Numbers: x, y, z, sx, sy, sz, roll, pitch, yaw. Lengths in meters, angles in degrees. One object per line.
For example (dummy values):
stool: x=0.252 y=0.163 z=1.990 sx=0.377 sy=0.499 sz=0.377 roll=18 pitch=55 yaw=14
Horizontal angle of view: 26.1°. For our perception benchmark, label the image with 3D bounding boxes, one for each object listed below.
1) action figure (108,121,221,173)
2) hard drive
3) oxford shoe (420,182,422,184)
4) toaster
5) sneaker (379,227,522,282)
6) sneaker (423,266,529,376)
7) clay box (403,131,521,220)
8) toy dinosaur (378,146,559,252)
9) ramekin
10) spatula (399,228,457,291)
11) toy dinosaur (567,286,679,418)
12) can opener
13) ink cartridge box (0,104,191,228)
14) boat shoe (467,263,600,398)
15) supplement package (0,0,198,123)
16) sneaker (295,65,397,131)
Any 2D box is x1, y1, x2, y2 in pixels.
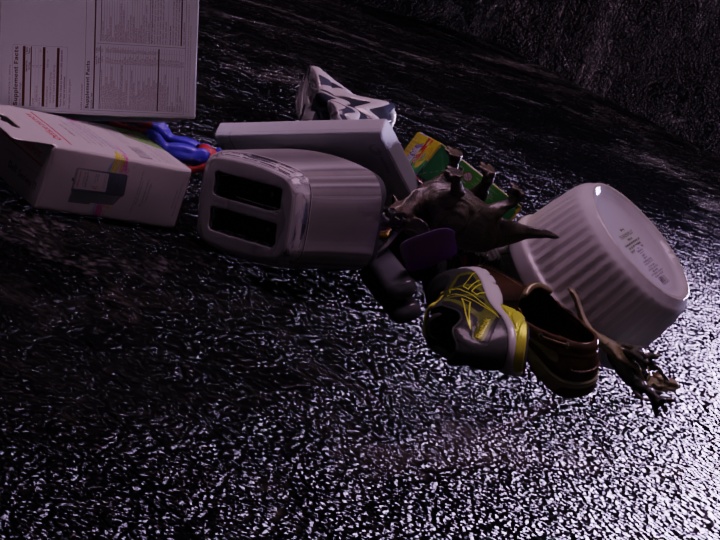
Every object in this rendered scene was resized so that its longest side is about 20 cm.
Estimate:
action figure: x=-0.188 y=-0.132 z=1.773 sx=0.200 sy=0.052 sz=0.065 roll=15 pitch=20 yaw=2
hard drive: x=-0.041 y=-0.108 z=1.653 sx=0.200 sy=0.027 sz=0.132 roll=1 pitch=-38 yaw=28
oxford shoe: x=-0.008 y=-0.109 z=1.721 sx=0.200 sy=0.084 sz=0.073 roll=19 pitch=43 yaw=24
toaster: x=-0.069 y=-0.059 z=1.541 sx=0.200 sy=0.114 sz=0.129 roll=18 pitch=14 yaw=40
sneaker: x=0.102 y=-0.007 z=1.711 sx=0.200 sy=0.078 sz=0.082 roll=13 pitch=19 yaw=5
sneaker: x=0.095 y=0.042 z=1.515 sx=0.085 sy=0.075 sz=0.200 roll=4 pitch=14 yaw=-20
clay box: x=0.105 y=-0.099 z=1.734 sx=0.115 sy=0.048 sz=0.200 roll=37 pitch=3 yaw=-9
toy dinosaur: x=0.106 y=-0.060 z=1.607 sx=0.200 sy=0.102 sz=0.077 roll=15 pitch=31 yaw=-23
ramekin: x=0.265 y=-0.002 z=1.683 sx=0.200 sy=0.105 sz=0.200 roll=38 pitch=26 yaw=-23
spatula: x=0.072 y=-0.006 z=1.592 sx=0.200 sy=0.056 sz=0.021 roll=74 pitch=-5 yaw=-77
toy dinosaur: x=0.276 y=0.094 z=1.570 sx=0.200 sy=0.047 sz=0.088 roll=43 pitch=2 yaw=-40
can opener: x=0.000 y=0.000 z=1.608 sx=0.067 sy=0.053 sz=0.200 roll=-17 pitch=27 yaw=-10
ink cartridge box: x=-0.282 y=-0.103 z=1.517 sx=0.200 sy=0.067 sz=0.117 roll=9 pitch=18 yaw=-41
boat shoe: x=0.173 y=0.040 z=1.559 sx=0.075 sy=0.075 sz=0.202 roll=-18 pitch=42 yaw=-31
supplement package: x=-0.287 y=-0.233 z=1.640 sx=0.200 sy=0.147 sz=0.191 roll=1 pitch=3 yaw=-17
sneaker: x=-0.013 y=-0.233 z=2.299 sx=0.130 sy=0.080 sz=0.199 roll=15 pitch=17 yaw=-27
